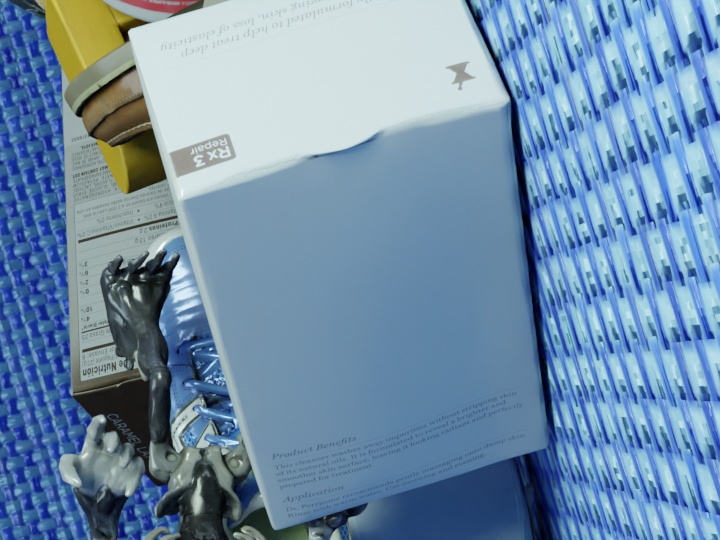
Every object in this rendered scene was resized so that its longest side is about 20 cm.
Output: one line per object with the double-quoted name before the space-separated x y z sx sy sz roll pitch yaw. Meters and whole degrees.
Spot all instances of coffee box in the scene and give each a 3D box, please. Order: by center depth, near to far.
"coffee box" -0.088 -0.013 1.354 0.114 0.080 0.200 54 -153 -58

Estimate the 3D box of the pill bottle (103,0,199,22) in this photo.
"pill bottle" -0.073 -0.198 1.068 0.200 0.119 0.120 81 171 -57

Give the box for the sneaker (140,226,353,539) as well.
"sneaker" -0.041 0.072 1.174 0.077 0.076 0.200 111 138 -81

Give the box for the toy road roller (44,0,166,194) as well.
"toy road roller" -0.080 -0.114 1.229 0.146 0.123 0.200 99 147 -66

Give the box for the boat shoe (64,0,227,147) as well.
"boat shoe" -0.045 -0.073 1.046 0.068 0.072 0.200 58 147 -5

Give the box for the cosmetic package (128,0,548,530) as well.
"cosmetic package" -0.003 -0.007 0.956 0.200 0.113 0.081 81 171 -50

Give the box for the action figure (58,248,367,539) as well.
"action figure" -0.060 0.082 1.079 0.102 0.119 0.200 102 164 -61

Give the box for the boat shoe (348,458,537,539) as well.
"boat shoe" 0.050 0.133 1.130 0.202 0.075 0.086 63 178 5

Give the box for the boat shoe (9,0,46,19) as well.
"boat shoe" -0.105 -0.162 1.391 0.200 0.062 0.075 -21 -76 -52
